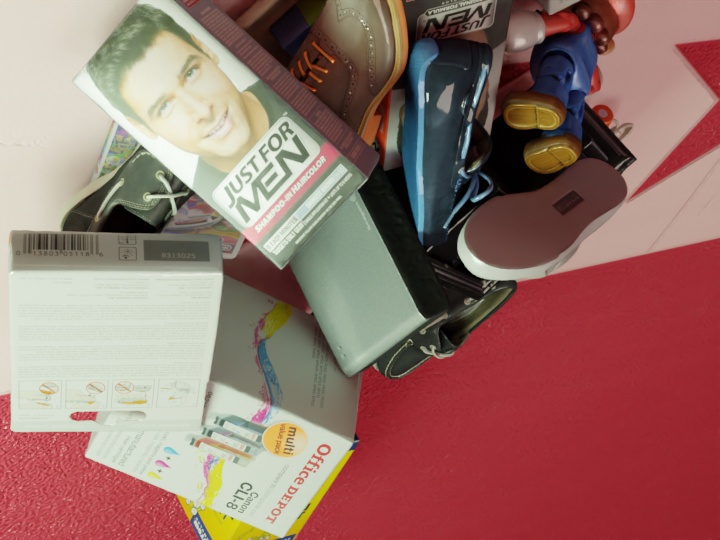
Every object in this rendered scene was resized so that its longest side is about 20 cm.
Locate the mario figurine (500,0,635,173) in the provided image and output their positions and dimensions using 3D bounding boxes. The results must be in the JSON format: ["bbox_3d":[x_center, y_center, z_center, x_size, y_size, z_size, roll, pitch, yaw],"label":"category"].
[{"bbox_3d":[0.158,-0.175,1.254,0.124,0.106,0.200,106,5,-54],"label":"mario figurine"}]

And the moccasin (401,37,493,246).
[{"bbox_3d":[0.070,-0.090,1.147,0.068,0.081,0.200,-8,144,-7],"label":"moccasin"}]

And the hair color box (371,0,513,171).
[{"bbox_3d":[0.056,-0.175,1.156,0.101,0.061,0.200,-18,145,-16],"label":"hair color box"}]

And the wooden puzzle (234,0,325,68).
[{"bbox_3d":[0.019,-0.203,1.182,0.185,0.046,0.200,-41,150,14],"label":"wooden puzzle"}]

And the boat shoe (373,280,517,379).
[{"bbox_3d":[0.089,0.059,1.625,0.075,0.060,0.200,4,135,-46],"label":"boat shoe"}]

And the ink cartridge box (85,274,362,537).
[{"bbox_3d":[-0.116,0.113,1.344,0.200,0.145,0.145,24,125,-15],"label":"ink cartridge box"}]

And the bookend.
[{"bbox_3d":[0.124,-0.081,1.316,0.200,0.092,0.199,-42,162,9],"label":"bookend"}]

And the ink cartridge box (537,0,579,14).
[{"bbox_3d":[0.211,-0.310,1.165,0.200,0.084,0.145,-27,150,-10],"label":"ink cartridge box"}]

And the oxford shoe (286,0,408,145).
[{"bbox_3d":[-0.018,-0.146,1.101,0.073,0.071,0.200,-27,149,-29],"label":"oxford shoe"}]

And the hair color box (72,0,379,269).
[{"bbox_3d":[-0.094,-0.108,1.073,0.099,0.200,0.061,-45,-173,22],"label":"hair color box"}]

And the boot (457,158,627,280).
[{"bbox_3d":[0.137,-0.019,1.226,0.200,0.074,0.096,-25,156,-41],"label":"boot"}]

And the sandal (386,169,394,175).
[{"bbox_3d":[0.013,-0.093,1.313,0.200,0.045,0.075,-28,136,10],"label":"sandal"}]

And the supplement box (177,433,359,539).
[{"bbox_3d":[-0.105,0.209,1.619,0.109,0.109,0.200,-7,142,-37],"label":"supplement box"}]

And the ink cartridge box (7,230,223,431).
[{"bbox_3d":[-0.195,0.051,1.189,0.162,0.050,0.200,1,140,-12],"label":"ink cartridge box"}]

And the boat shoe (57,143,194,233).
[{"bbox_3d":[-0.153,-0.063,1.159,0.200,0.068,0.072,-39,133,22],"label":"boat shoe"}]

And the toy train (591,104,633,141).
[{"bbox_3d":[0.173,-0.097,1.487,0.200,0.056,0.150,-45,163,13],"label":"toy train"}]

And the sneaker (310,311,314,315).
[{"bbox_3d":[-0.027,0.072,1.477,0.078,0.070,0.200,1,161,-29],"label":"sneaker"}]

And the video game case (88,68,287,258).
[{"bbox_3d":[-0.135,-0.088,1.201,0.143,0.018,0.200,7,135,-25],"label":"video game case"}]

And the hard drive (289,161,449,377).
[{"bbox_3d":[0.000,0.000,1.251,0.033,0.140,0.200,-23,172,-24],"label":"hard drive"}]

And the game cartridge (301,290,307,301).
[{"bbox_3d":[0.036,-0.043,1.453,0.129,0.038,0.200,-9,143,-41],"label":"game cartridge"}]
